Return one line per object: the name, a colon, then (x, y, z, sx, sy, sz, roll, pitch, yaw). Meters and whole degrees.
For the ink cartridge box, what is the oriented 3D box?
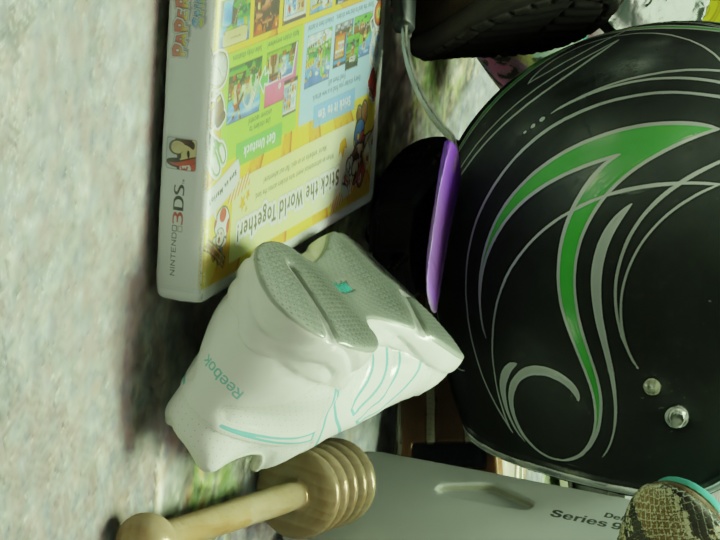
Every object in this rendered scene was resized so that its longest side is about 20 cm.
ink cartridge box: (0.044, 0.194, 1.271, 0.084, 0.146, 0.200, -48, 142, -59)

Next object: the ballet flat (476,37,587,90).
ballet flat: (0.062, -0.167, 1.316, 0.071, 0.069, 0.200, -18, 112, -51)

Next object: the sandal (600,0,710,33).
sandal: (0.094, -0.161, 1.275, 0.200, 0.048, 0.075, 30, 84, -36)

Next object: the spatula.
spatula: (0.025, -0.085, 1.193, 0.057, 0.021, 0.200, 64, 18, -76)

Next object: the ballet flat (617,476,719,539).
ballet flat: (0.130, 0.166, 1.200, 0.075, 0.068, 0.200, -49, 149, -22)

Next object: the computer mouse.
computer mouse: (0.000, 0.000, 1.246, 0.200, 0.034, 0.059, -47, 143, -51)

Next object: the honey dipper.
honey dipper: (-0.047, 0.092, 1.129, 0.200, 0.038, 0.038, -5, 103, -68)

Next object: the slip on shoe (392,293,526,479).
slip on shoe: (0.045, 0.106, 1.359, 0.061, 0.076, 0.200, 16, 75, -66)

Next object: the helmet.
helmet: (0.129, -0.012, 1.239, 0.200, 0.200, 0.191, -24, 122, -70)

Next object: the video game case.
video game case: (-0.029, -0.097, 1.112, 0.200, 0.023, 0.182, -34, 130, -68)

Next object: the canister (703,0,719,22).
canister: (0.168, -0.154, 1.512, 0.087, 0.149, 0.200, -45, 163, 4)

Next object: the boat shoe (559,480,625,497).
boat shoe: (0.153, 0.062, 1.699, 0.074, 0.063, 0.202, -36, 133, -70)

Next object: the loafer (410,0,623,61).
loafer: (0.081, -0.143, 1.201, 0.073, 0.200, 0.071, -5, 74, -32)

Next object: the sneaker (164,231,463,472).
sneaker: (-0.022, 0.033, 1.120, 0.080, 0.070, 0.200, -49, 165, 13)
